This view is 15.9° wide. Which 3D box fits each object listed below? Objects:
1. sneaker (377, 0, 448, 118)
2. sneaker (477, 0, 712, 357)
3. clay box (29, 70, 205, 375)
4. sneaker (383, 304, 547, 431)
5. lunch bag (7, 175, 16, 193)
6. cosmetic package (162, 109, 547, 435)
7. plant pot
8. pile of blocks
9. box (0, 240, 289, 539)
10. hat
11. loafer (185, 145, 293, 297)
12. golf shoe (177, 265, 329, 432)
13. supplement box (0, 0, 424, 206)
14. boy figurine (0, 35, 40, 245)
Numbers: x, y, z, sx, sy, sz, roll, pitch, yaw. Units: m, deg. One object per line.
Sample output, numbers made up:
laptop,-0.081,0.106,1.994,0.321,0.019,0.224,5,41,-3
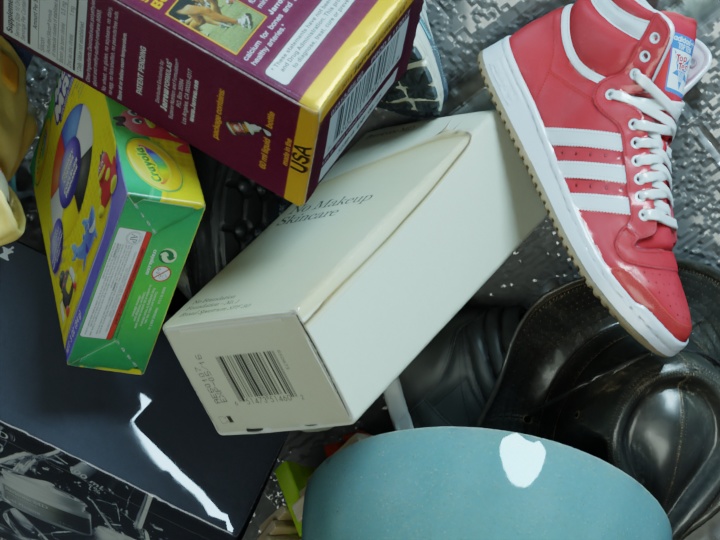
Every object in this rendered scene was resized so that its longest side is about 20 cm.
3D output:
sneaker,0.008,-0.169,1.371,0.077,0.086,0.200,9,140,41
sneaker,0.151,-0.062,1.354,0.112,0.071,0.200,-32,70,17
clay box,-0.135,-0.053,1.370,0.047,0.200,0.115,8,125,-22
sneaker,0.085,0.109,1.465,0.099,0.071,0.201,-16,103,21
lunch bag,-0.258,-0.082,1.411,0.077,0.160,0.201,-8,108,14
cosmetic package,0.000,0.000,1.356,0.103,0.200,0.073,-8,118,42
plant pot,0.060,0.191,1.352,0.199,0.135,0.200,6,147,4
pile of blocks,-0.035,0.153,1.485,0.082,0.062,0.200,-4,140,-26
box,-0.151,0.097,1.444,0.200,0.104,0.182,25,150,1
hat,0.159,0.098,1.408,0.200,0.081,0.201,-9,115,-19
loafer,-0.080,-0.068,1.406,0.070,0.068,0.201,-10,79,37
golf shoe,-0.075,0.014,1.461,0.200,0.078,0.097,51,149,10
supplement box,-0.082,-0.138,1.307,0.200,0.110,0.086,30,148,11
boy figurine,-0.200,-0.099,1.368,0.064,0.201,0.124,-3,145,13
